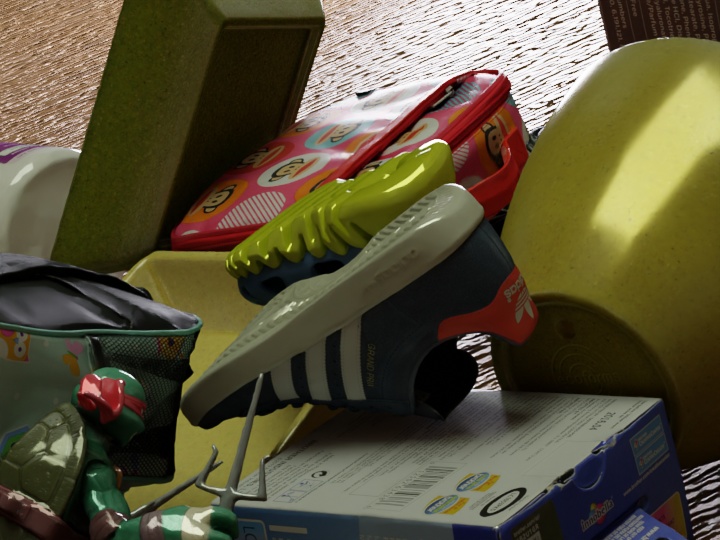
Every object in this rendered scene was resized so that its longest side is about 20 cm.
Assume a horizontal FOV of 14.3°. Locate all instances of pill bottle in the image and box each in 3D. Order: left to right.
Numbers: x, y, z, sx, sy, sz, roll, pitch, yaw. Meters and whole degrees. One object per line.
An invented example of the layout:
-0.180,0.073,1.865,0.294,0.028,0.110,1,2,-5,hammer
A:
-0.247,-0.029,1.877,0.112,0.113,0.199,-27,22,-35,pill bottle

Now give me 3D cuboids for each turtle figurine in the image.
-0.123,0.117,1.238,0.201,0.100,0.150,-61,15,-8,turtle figurine

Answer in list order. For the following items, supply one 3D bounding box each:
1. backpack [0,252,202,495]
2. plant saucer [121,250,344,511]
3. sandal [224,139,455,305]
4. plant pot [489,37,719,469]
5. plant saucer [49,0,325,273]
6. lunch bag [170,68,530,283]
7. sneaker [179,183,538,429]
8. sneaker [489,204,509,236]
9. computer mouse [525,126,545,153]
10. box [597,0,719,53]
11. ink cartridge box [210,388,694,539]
-0.196,0.060,1.338,0.175,0.154,0.200,15,-1,31,backpack
-0.083,0.072,1.476,0.199,0.049,0.200,0,41,40,plant saucer
0.000,0.000,1.393,0.079,0.087,0.200,-37,10,-23,sandal
0.140,0.014,1.332,0.199,0.201,0.142,1,33,40,plant pot
-0.087,-0.087,1.647,0.048,0.201,0.199,22,13,21,plant saucer
0.009,-0.039,1.607,0.175,0.082,0.200,-6,25,39,lunch bag
-0.001,0.042,1.306,0.200,0.085,0.075,-32,12,42,sneaker
0.073,-0.047,1.725,0.070,0.083,0.200,-17,18,-9,sneaker
0.192,-0.042,1.552,0.199,0.046,0.140,20,26,11,computer mouse
0.274,-0.153,1.751,0.199,0.165,0.166,3,24,43,box
0.053,0.112,1.265,0.199,0.077,0.136,-1,21,41,ink cartridge box
